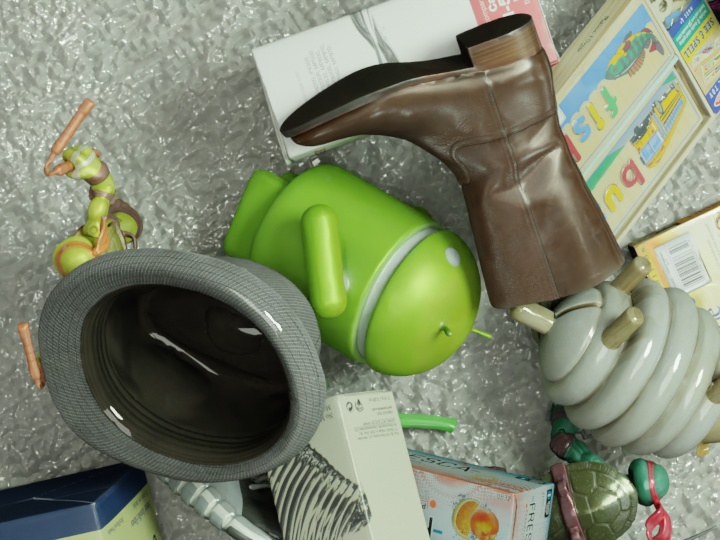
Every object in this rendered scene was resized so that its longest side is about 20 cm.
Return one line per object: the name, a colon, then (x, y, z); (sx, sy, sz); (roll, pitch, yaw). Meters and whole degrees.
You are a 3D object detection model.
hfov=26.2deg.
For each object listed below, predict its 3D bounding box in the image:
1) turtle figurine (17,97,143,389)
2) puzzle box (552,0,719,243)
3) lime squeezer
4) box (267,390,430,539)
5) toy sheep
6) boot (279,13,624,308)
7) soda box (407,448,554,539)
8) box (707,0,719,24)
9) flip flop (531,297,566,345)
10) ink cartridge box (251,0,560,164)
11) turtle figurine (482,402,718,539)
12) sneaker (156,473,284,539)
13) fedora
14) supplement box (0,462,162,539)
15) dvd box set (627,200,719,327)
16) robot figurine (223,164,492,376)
turtle figurine: (-0.189, -0.020, 1.101); (0.064, 0.161, 0.202); (8, 94, -1)
puzzle box: (0.191, -0.117, 1.111); (0.200, 0.025, 0.133); (-51, 126, -16)
lime squeezer: (-0.020, 0.086, 1.159); (0.199, 0.038, 0.071); (28, 50, -2)
box: (-0.002, 0.189, 1.061); (0.082, 0.068, 0.201); (-23, 76, 34)
toy sheep: (0.198, 0.065, 1.110); (0.199, 0.138, 0.138); (30, 93, -8)
boot: (0.064, -0.047, 1.025); (0.185, 0.064, 0.201); (-19, 113, 8)
soda box: (0.036, 0.167, 1.121); (0.199, 0.068, 0.064); (10, 95, 32)
box: (0.292, -0.295, 1.109); (0.148, 0.124, 0.201); (-27, 95, 2)
flip flop: (0.155, -0.039, 1.160); (0.081, 0.057, 0.201); (-6, 112, -36)
ink cartridge box: (0.028, -0.148, 1.104); (0.199, 0.147, 0.083); (-20, 94, 0)
turtle figurine: (0.159, 0.169, 1.158); (0.199, 0.101, 0.151); (-14, 81, 11)
sneaker: (-0.092, 0.120, 1.132); (0.199, 0.075, 0.116); (33, 87, 24)
fedora: (-0.107, 0.051, 1.040); (0.199, 0.090, 0.178); (-1, 116, 22)
supplement box: (-0.242, 0.268, 1.126); (0.199, 0.134, 0.201); (-13, 95, 8)
dvd box set: (0.323, 0.004, 1.179); (0.199, 0.029, 0.147); (-26, 95, 0)
robot figurine: (0.000, 0.000, 1.112); (0.199, 0.175, 0.116); (31, 103, 24)
